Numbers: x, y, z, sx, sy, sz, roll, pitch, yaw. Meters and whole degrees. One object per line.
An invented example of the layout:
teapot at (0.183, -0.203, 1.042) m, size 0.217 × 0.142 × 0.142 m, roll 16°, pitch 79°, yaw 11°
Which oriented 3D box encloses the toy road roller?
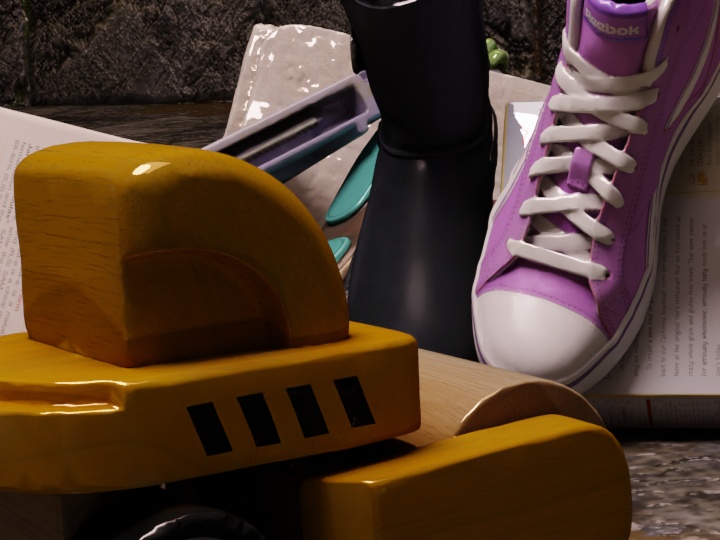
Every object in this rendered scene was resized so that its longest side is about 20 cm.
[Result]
toy road roller at (-0.027, 0.033, 0.561) m, size 0.199 × 0.147 × 0.123 m, roll -8°, pitch 10°, yaw -32°

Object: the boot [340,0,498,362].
boot at (0.020, -0.060, 0.840) m, size 0.076 × 0.168 × 0.201 m, roll -2°, pitch 49°, yaw 12°

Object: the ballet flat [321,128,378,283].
ballet flat at (0.000, 0.000, 0.951) m, size 0.200 × 0.065 × 0.070 m, roll -51°, pitch 20°, yaw -26°

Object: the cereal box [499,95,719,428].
cereal box at (0.156, -0.005, 0.806) m, size 0.199 × 0.144 × 0.040 m, roll 0°, pitch -28°, yaw 13°

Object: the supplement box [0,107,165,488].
supplement box at (-0.138, 0.003, 0.740) m, size 0.200 × 0.126 × 0.073 m, roll 17°, pitch 0°, yaw 40°

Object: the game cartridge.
game cartridge at (-0.081, -0.040, 0.979) m, size 0.200 × 0.038 × 0.130 m, roll -30°, pitch -2°, yaw -34°

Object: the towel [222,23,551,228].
towel at (0.017, -0.061, 1.110) m, size 0.199 × 0.133 × 0.034 m, roll 15°, pitch -10°, yaw 2°

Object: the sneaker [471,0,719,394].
sneaker at (0.087, -0.053, 0.757) m, size 0.072 × 0.201 × 0.114 m, roll 15°, pitch -17°, yaw 19°

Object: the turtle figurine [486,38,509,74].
turtle figurine at (0.064, -0.098, 1.380) m, size 0.194 × 0.201 × 0.144 m, roll 17°, pitch 35°, yaw 42°

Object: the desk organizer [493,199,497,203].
desk organizer at (0.104, 0.007, 0.957) m, size 0.077 × 0.072 × 0.200 m, roll -2°, pitch 8°, yaw -11°
